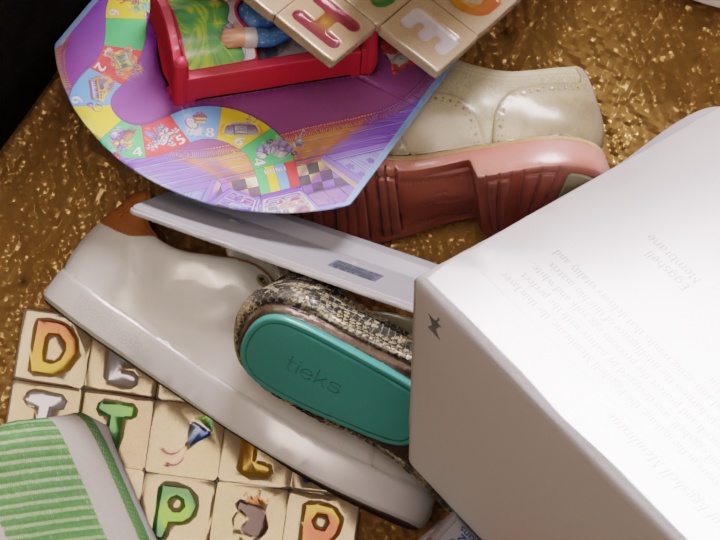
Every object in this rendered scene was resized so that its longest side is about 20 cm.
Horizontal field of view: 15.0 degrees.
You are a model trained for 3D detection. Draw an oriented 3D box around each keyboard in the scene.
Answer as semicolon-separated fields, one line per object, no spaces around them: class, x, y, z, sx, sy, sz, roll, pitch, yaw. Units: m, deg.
keyboard;0.000;0.000;1.178;0.199;0.056;0.011;19;112;15

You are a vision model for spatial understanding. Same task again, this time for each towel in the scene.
towel;-0.164;0.147;1.164;0.200;0.023;0.153;-17;79;-41

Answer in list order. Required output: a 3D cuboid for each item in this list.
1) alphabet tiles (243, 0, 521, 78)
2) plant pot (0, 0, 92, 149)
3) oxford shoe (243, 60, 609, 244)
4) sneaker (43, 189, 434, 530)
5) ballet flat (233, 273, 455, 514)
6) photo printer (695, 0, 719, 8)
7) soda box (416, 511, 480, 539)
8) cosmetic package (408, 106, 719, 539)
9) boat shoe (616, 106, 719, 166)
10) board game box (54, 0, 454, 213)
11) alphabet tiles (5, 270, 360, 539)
alphabet tiles;0.006;-0.170;1.228;0.167;0.008;0.200;39;50;10
plant pot;-0.190;-0.185;1.206;0.200;0.200;0.177;41;71;6
oxford shoe;0.013;-0.058;1.248;0.199;0.071;0.074;0;60;-3
sneaker;-0.039;0.034;1.213;0.200;0.073;0.085;35;85;7
ballet flat;0.040;0.061;1.164;0.200;0.075;0.068;34;122;6
photo printer;0.207;-0.214;1.263;0.166;0.069;0.201;5;80;1
soda box;-0.006;0.181;1.133;0.070;0.200;0.063;46;45;1
cosmetic package;0.154;0.057;1.044;0.200;0.123;0.199;-28;55;-24
boat shoe;0.108;0.011;1.209;0.200;0.072;0.066;-35;42;-1
board game box;-0.039;-0.117;1.219;0.158;0.039;0.200;27;56;14
alphabet tiles;-0.081;0.093;1.243;0.166;0.006;0.201;8;81;2
